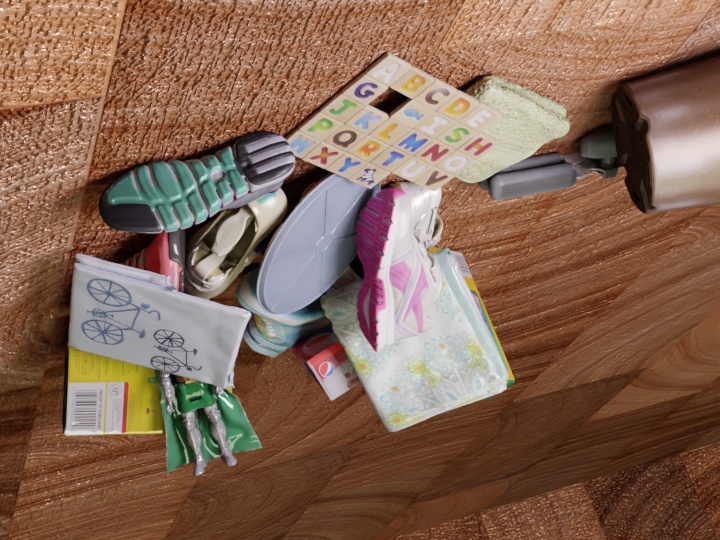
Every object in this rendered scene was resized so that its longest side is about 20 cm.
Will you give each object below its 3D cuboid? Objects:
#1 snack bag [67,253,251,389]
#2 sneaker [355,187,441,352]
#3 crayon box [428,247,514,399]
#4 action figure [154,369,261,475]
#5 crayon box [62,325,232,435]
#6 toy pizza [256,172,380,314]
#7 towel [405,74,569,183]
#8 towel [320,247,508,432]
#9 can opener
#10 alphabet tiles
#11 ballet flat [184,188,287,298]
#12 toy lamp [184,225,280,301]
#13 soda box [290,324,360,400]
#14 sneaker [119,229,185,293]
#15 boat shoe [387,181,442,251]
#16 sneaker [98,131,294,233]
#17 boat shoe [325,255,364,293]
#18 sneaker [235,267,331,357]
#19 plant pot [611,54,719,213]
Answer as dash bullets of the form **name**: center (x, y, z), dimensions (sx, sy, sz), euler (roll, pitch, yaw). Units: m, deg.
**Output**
- **snack bag**: center (-0.223, 0.059, 1.522), dimensions (0.200, 0.021, 0.189), euler (16, 146, -4)
- **sneaker**: center (0.047, -0.006, 1.579), dimensions (0.088, 0.081, 0.200), euler (-10, 124, -19)
- **crayon box**: center (0.115, 0.067, 1.811), dimensions (0.058, 0.200, 0.119), euler (-33, 156, 29)
- **action figure**: center (-0.198, 0.142, 1.638), dimensions (0.118, 0.200, 0.055), euler (-17, -162, -8)
- **crayon box**: center (-0.256, 0.133, 1.673), dimensions (0.200, 0.127, 0.051), euler (2, -163, -16)
- **toy pizza**: center (-0.051, -0.038, 1.551), dimensions (0.200, 0.032, 0.200), euler (-42, 156, -24)
- **towel**: center (0.139, -0.151, 1.529), dimensions (0.148, 0.036, 0.200), euler (-32, 157, 25)
- **towel**: center (0.069, 0.087, 1.677), dimensions (0.171, 0.200, 0.048), euler (-23, -161, 11)
- **can opener**: center (0.236, -0.130, 1.671), dimensions (0.200, 0.053, 0.066), euler (-15, 124, -20)
- **alphabet tiles**: center (0.042, -0.139, 1.434), dimensions (0.200, 0.008, 0.167), euler (21, 135, -39)
- **ballet flat**: center (-0.153, -0.025, 1.509), dimensions (0.069, 0.069, 0.200), euler (-1, 144, -42)
- **toy lamp**: center (-0.164, 0.008, 1.609), dimensions (0.058, 0.058, 0.200), euler (1, 147, -45)
- **soda box**: center (-0.042, 0.108, 1.811), dimensions (0.070, 0.063, 0.200), euler (-33, -168, -6)
- **sneaker**: center (-0.246, 0.018, 1.533), dimensions (0.087, 0.074, 0.200), euler (8, 143, -17)
- **boat shoe**: center (0.067, -0.045, 1.669), dimensions (0.069, 0.071, 0.200), euler (-15, 157, -10)
- **sneaker**: center (-0.161, -0.073, 1.390), dimensions (0.200, 0.074, 0.088), euler (-17, 164, -12)
- **boat shoe**: center (0.000, 0.000, 1.727), dimensions (0.070, 0.071, 0.200), euler (-23, 153, 21)
- **sneaker**: center (-0.118, 0.060, 1.747), dimensions (0.131, 0.080, 0.200), euler (-33, 156, 25)
- **plant pot**: center (0.400, -0.158, 1.569), dimensions (0.198, 0.200, 0.200), euler (-11, 159, -2)
